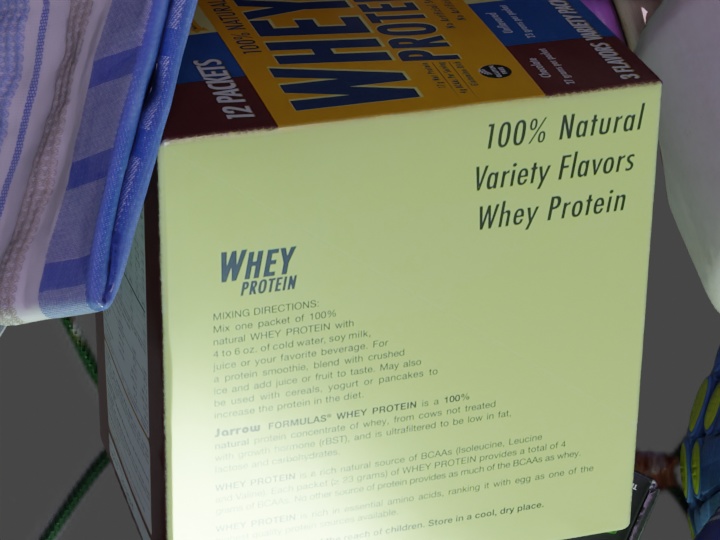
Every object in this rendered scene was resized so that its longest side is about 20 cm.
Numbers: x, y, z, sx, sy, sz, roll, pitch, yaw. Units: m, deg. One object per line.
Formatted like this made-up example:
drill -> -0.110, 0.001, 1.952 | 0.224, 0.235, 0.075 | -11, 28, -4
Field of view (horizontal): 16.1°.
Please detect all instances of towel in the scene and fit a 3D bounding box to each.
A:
towel -> -0.133, -0.049, 0.965 | 0.024, 0.200, 0.148 | 22, 75, -33

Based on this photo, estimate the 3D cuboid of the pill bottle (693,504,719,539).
pill bottle -> 0.215, 0.116, 1.097 | 0.116, 0.116, 0.200 | 45, 68, -11

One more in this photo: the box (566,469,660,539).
box -> 0.009, 0.143, 1.160 | 0.199, 0.048, 0.194 | 26, 86, -12

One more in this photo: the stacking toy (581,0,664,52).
stacking toy -> 0.038, -0.079, 1.135 | 0.199, 0.085, 0.086 | -19, 98, -3

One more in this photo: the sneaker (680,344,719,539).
sneaker -> 0.205, 0.050, 1.177 | 0.082, 0.071, 0.200 | 20, 90, -10

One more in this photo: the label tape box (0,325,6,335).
label tape box -> -0.204, -0.025, 1.072 | 0.143, 0.066, 0.200 | 36, 72, -12

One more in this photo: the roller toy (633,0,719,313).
roller toy -> 0.212, -0.056, 1.047 | 0.182, 0.200, 0.140 | -7, 65, -25

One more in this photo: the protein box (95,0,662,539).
protein box -> 0.000, 0.000, 1.022 | 0.198, 0.135, 0.201 | -8, 119, -16
